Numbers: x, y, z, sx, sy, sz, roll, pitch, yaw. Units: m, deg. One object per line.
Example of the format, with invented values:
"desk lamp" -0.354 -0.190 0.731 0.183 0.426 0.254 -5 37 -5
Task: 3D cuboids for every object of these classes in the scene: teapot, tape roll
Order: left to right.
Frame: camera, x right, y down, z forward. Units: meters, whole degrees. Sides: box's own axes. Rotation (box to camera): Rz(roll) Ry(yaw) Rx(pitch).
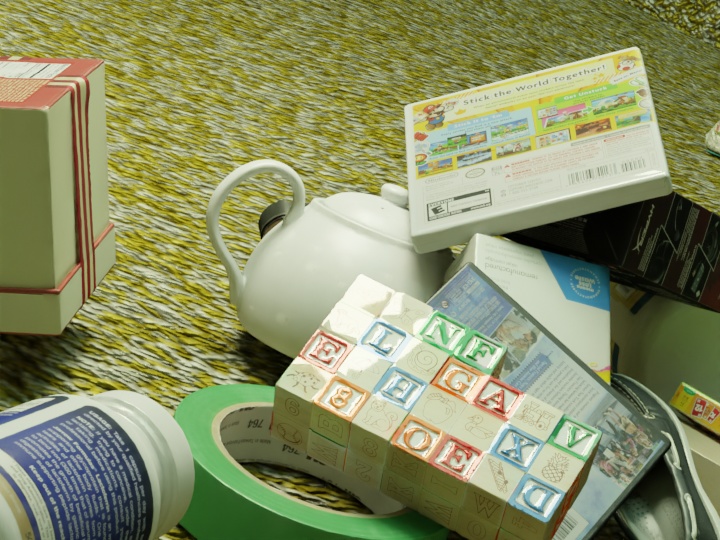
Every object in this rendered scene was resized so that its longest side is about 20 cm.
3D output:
"tape roll" -0.036 0.145 1.309 0.200 0.048 0.201 17 19 -6
"teapot" 0.000 0.000 1.552 0.197 0.146 0.200 24 9 27

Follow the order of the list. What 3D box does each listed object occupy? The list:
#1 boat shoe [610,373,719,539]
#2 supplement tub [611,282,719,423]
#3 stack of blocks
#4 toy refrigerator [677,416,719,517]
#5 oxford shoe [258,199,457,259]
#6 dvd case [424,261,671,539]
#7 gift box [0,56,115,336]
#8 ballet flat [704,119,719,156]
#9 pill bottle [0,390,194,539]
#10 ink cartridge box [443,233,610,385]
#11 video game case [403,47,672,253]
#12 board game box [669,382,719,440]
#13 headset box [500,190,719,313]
"boat shoe" 0.208 0.146 1.439 0.060 0.076 0.200 32 20 -45
"supplement tub" 0.260 0.035 1.759 0.144 0.145 0.200 10 22 -27
"stack of blocks" 0.055 0.098 1.290 0.200 0.059 0.115 27 52 15
"toy refrigerator" 0.271 0.174 1.508 0.200 0.070 0.076 30 14 26
"oxford shoe" 0.005 0.005 1.730 0.199 0.073 0.085 12 37 -18
"dvd case" 0.107 0.101 1.376 0.200 0.018 0.143 42 56 8
"gift box" -0.285 -0.050 1.400 0.199 0.187 0.185 3 18 11
"ballet flat" 0.584 -0.163 2.752 0.200 0.064 0.076 24 18 10
"pill bottle" -0.183 0.133 1.090 0.116 0.116 0.200 27 20 20
"ink cartridge box" 0.122 0.084 1.446 0.116 0.067 0.200 14 57 -16
"video game case" 0.134 -0.096 1.527 0.199 0.023 0.182 -14 37 10
"board game box" 0.327 0.146 1.613 0.095 0.030 0.200 32 2 31
"headset box" 0.214 -0.031 1.592 0.149 0.077 0.200 19 -2 39
